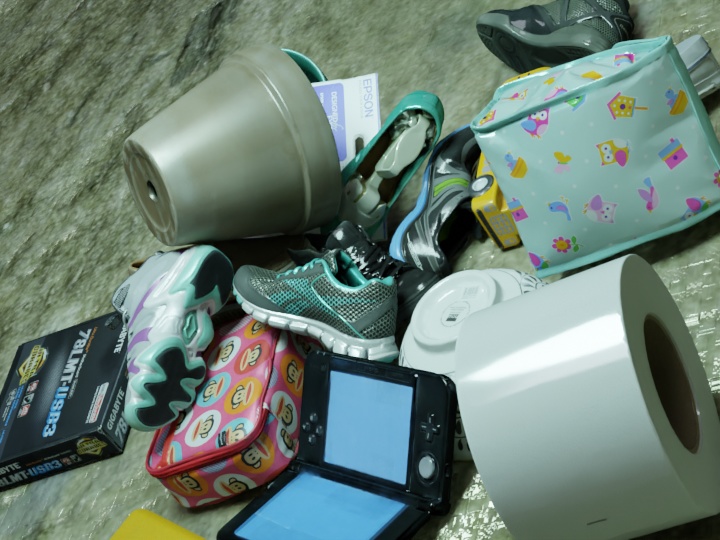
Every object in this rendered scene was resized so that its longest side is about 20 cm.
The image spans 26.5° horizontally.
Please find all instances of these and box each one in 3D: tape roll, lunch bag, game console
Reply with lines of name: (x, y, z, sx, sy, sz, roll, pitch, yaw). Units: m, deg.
tape roll: (0.176, 0.105, 1.160, 0.138, 0.203, 0.204, -20, 36, 24)
lunch bag: (-0.135, 0.139, 1.542, 0.175, 0.082, 0.201, -22, 34, 30)
lunch bag: (0.227, -0.109, 1.394, 0.198, 0.172, 0.122, -19, 17, 28)
game console: (-0.024, 0.169, 1.349, 0.199, 0.115, 0.178, 8, 95, 48)

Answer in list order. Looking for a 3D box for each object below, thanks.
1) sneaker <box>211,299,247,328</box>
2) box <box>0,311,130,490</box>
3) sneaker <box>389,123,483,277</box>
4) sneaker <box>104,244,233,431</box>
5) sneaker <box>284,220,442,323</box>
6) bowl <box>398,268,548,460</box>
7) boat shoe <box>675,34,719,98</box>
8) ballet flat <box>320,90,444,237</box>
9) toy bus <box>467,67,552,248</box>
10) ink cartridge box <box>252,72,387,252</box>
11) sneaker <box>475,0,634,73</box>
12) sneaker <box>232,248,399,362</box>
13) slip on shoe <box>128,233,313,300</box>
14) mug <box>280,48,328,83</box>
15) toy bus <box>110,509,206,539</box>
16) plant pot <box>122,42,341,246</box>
sneaker: (-0.140, 0.035, 1.676, 0.198, 0.071, 0.113, -17, 41, 33)
box: (-0.335, 0.144, 1.758, 0.197, 0.050, 0.201, -20, 38, 28)
sneaker: (0.098, -0.066, 1.581, 0.082, 0.071, 0.201, 4, 52, 31)
sneaker: (-0.216, 0.067, 1.542, 0.139, 0.078, 0.202, 1, 57, 40)
sneaker: (0.002, -0.002, 1.522, 0.060, 0.105, 0.199, -37, 10, -25)
bowl: (0.105, 0.063, 1.382, 0.199, 0.094, 0.202, -25, 36, 19)
boat shoe: (0.272, -0.147, 1.503, 0.199, 0.066, 0.072, -40, 10, -8)
ballet flat: (0.019, -0.100, 1.595, 0.201, 0.067, 0.070, -56, 7, 10)
toy bus: (0.167, -0.117, 1.570, 0.078, 0.065, 0.201, -16, 38, 28)
ink cartridge box: (-0.064, -0.108, 1.703, 0.197, 0.043, 0.201, -7, 73, 16)
sneaker: (0.224, -0.276, 1.703, 0.198, 0.077, 0.115, 14, 57, 48)
sneaker: (-0.038, 0.018, 1.482, 0.198, 0.092, 0.077, 20, 19, 31)
slip on shoe: (-0.150, -0.008, 1.623, 0.198, 0.061, 0.076, -16, 29, 7)
mug: (-0.096, -0.155, 1.813, 0.150, 0.114, 0.187, 14, 78, 19)
toy bus: (-0.169, 0.274, 1.389, 0.199, 0.079, 0.065, 13, 57, 51)
plant pot: (-0.142, -0.109, 1.567, 0.172, 0.202, 0.199, -25, 27, -24)
